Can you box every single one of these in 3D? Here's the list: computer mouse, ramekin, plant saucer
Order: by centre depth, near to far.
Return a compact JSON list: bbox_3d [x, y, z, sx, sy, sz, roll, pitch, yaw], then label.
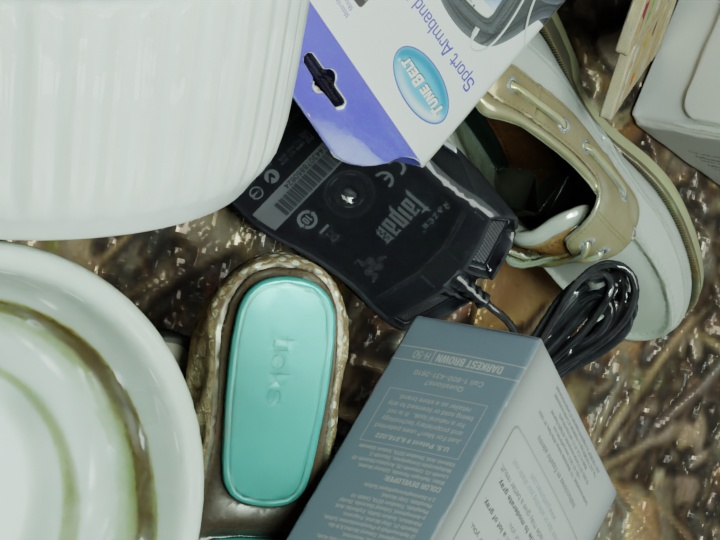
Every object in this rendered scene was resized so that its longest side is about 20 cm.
[{"bbox_3d":[-0.111,-0.084,0.918,0.200,0.200,0.105,-14,116,-40],"label":"ramekin"},{"bbox_3d":[-0.148,0.082,0.919,0.200,0.050,0.200,-11,111,-32],"label":"plant saucer"},{"bbox_3d":[0.000,0.000,1.126,0.200,0.046,0.140,34,109,-18],"label":"computer mouse"}]

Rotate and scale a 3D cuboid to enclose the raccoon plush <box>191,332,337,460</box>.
[{"bbox_3d":[-0.052,0.138,1.111,0.134,0.097,0.200,-37,92,-17],"label":"raccoon plush"}]

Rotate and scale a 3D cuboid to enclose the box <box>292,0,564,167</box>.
[{"bbox_3d":[0.031,-0.135,1.046,0.200,0.041,0.119,-48,127,-17],"label":"box"}]

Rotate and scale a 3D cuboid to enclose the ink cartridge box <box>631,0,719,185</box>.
[{"bbox_3d":[0.256,-0.085,1.285,0.200,0.145,0.147,29,79,-41],"label":"ink cartridge box"}]

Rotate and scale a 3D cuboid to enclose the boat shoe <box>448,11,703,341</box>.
[{"bbox_3d":[0.078,-0.033,1.167,0.200,0.075,0.068,53,41,-32],"label":"boat shoe"}]

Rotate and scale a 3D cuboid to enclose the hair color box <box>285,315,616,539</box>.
[{"bbox_3d":[0.015,0.126,1.015,0.200,0.061,0.099,-60,141,-28],"label":"hair color box"}]

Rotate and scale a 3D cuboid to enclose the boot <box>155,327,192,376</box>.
[{"bbox_3d":[-0.147,0.092,1.000,0.200,0.073,0.151,-1,99,-48],"label":"boot"}]

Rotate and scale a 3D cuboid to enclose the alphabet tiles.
[{"bbox_3d":[0.136,-0.152,1.147,0.200,0.008,0.167,-49,159,-71],"label":"alphabet tiles"}]

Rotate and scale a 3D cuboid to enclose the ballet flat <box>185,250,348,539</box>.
[{"bbox_3d":[-0.043,0.090,1.040,0.070,0.065,0.200,12,95,-14],"label":"ballet flat"}]
